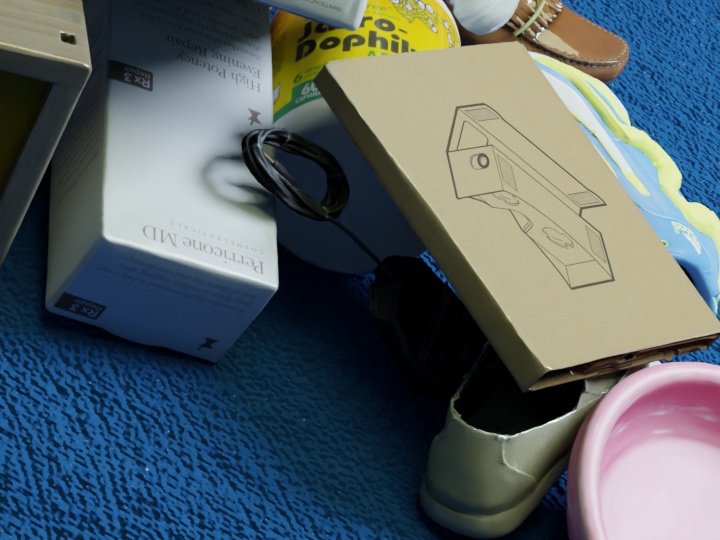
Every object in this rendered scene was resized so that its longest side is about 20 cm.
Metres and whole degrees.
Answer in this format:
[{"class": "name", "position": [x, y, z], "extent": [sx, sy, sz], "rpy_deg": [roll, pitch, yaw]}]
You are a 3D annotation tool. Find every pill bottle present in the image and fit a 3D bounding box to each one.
[{"class": "pill bottle", "position": [0.000, -0.100, 1.500], "extent": [0.113, 0.113, 0.200], "rpy_deg": [21, 37, -13]}]

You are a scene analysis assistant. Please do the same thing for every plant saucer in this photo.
[{"class": "plant saucer", "position": [0.182, 0.144, 1.357], "extent": [0.200, 0.051, 0.201], "rpy_deg": [18, 53, -25]}]

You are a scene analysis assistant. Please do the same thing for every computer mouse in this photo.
[{"class": "computer mouse", "position": [0.000, 0.000, 1.387], "extent": [0.200, 0.034, 0.059], "rpy_deg": [49, 45, -25]}]

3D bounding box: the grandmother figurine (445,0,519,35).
[{"class": "grandmother figurine", "position": [0.039, -0.222, 1.623], "extent": [0.121, 0.061, 0.200], "rpy_deg": [-1, 51, -41]}]

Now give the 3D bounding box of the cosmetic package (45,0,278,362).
[{"class": "cosmetic package", "position": [-0.101, -0.062, 1.384], "extent": [0.101, 0.074, 0.200], "rpy_deg": [17, 47, -26]}]

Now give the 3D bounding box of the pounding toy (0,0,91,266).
[{"class": "pounding toy", "position": [-0.231, -0.091, 1.250], "extent": [0.184, 0.200, 0.142], "rpy_deg": [12, 40, -23]}]

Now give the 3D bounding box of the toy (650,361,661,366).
[{"class": "toy", "position": [0.163, 0.075, 1.458], "extent": [0.200, 0.047, 0.115], "rpy_deg": [39, 38, 12]}]

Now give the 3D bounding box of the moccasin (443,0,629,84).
[{"class": "moccasin", "position": [0.081, -0.183, 1.687], "extent": [0.201, 0.078, 0.074], "rpy_deg": [35, 33, 6]}]

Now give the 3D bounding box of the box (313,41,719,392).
[{"class": "box", "position": [0.083, -0.032, 1.384], "extent": [0.163, 0.021, 0.200], "rpy_deg": [-10, 60, -49]}]

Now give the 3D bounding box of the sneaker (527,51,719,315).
[{"class": "sneaker", "position": [0.139, -0.042, 1.518], "extent": [0.200, 0.076, 0.105], "rpy_deg": [37, 21, -17]}]

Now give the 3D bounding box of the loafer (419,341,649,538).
[{"class": "loafer", "position": [0.098, 0.054, 1.382], "extent": [0.076, 0.068, 0.200], "rpy_deg": [24, 47, 15]}]

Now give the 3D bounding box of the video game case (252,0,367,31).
[{"class": "video game case", "position": [-0.084, -0.161, 1.358], "extent": [0.181, 0.023, 0.200], "rpy_deg": [18, 7, -2]}]
